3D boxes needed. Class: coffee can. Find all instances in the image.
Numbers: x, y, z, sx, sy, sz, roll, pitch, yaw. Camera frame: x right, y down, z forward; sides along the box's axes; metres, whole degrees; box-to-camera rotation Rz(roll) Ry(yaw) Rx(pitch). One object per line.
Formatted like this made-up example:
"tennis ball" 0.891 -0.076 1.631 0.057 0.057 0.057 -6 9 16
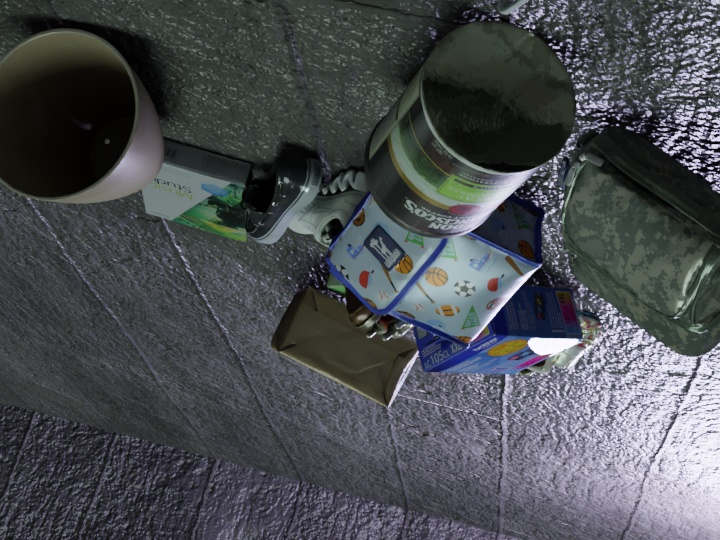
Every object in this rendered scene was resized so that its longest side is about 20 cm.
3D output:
"coffee can" 0.098 -0.128 1.375 0.146 0.146 0.200 20 160 -9

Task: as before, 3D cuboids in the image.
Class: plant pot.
"plant pot" -0.300 -0.151 1.635 0.187 0.187 0.200 12 174 14

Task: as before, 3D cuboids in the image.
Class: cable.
"cable" 0.086 0.033 1.792 0.200 0.050 0.097 -25 -175 -34

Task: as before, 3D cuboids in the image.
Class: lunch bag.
"lunch bag" 0.293 -0.038 1.416 0.200 0.139 0.168 41 164 30
"lunch bag" 0.081 -0.024 1.647 0.200 0.124 0.170 26 130 -16

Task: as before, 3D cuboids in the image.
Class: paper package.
"paper package" -0.025 0.110 2.103 0.191 0.104 0.200 27 175 -4

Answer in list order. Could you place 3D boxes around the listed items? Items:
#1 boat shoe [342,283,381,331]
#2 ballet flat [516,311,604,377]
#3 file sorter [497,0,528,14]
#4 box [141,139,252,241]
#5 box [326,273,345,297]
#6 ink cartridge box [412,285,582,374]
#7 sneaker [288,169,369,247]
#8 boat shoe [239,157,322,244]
"boat shoe" 0.000 0.000 1.767 0.068 0.200 0.072 41 113 -17
"ballet flat" 0.272 0.109 2.014 0.076 0.064 0.200 23 159 -14
"file sorter" 0.061 -0.287 1.003 0.200 0.125 0.139 24 159 -19
"box" -0.211 -0.103 1.870 0.144 0.036 0.200 16 162 2
"box" 0.072 0.034 1.994 0.200 0.036 0.144 -5 152 44
"ink cartridge box" 0.162 0.075 1.844 0.200 0.076 0.136 6 152 -40
"sneaker" -0.041 -0.065 1.770 0.075 0.081 0.200 24 161 -25
"boat shoe" -0.111 -0.087 1.765 0.066 0.070 0.200 11 161 -21
